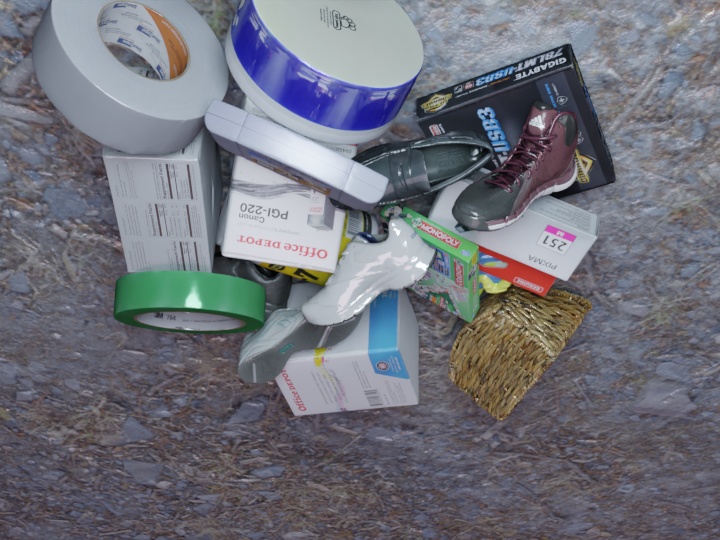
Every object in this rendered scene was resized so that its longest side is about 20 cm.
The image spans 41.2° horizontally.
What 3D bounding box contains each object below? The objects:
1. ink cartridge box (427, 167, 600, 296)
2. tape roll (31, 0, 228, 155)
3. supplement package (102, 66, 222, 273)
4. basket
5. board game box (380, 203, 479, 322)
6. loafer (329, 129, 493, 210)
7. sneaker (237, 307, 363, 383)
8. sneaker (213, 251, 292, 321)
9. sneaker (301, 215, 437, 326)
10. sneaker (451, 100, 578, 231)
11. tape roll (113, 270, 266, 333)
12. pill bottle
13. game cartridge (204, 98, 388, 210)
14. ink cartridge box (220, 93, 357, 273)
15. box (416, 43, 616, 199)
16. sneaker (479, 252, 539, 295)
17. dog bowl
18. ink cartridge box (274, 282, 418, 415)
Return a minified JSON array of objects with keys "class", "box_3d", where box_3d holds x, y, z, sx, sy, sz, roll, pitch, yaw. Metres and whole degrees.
[{"class":"ink cartridge box","box_3d":[0.180,-0.039,1.231,0.197,0.044,0.175,22,139,-1]},{"class":"tape roll","box_3d":[-0.241,-0.222,1.014,0.198,0.203,0.066,25,137,-25]},{"class":"supplement package","box_3d":[-0.234,-0.119,1.169,0.109,0.158,0.202,2,140,-3]},{"class":"basket","box_3d":[0.234,0.101,1.479,0.142,0.149,0.201,38,138,9]},{"class":"board game box","box_3d":[0.096,-0.008,1.285,0.133,0.029,0.201,29,161,18]},{"class":"loafer","box_3d":[0.058,-0.117,1.102,0.197,0.070,0.069,-18,104,-11]},{"class":"sneaker","box_3d":[-0.089,0.077,1.330,0.198,0.081,0.071,-28,127,12]},{"class":"sneaker","box_3d":[-0.189,0.000,1.384,0.197,0.076,0.092,17,112,-4]},{"class":"sneaker","box_3d":[0.000,0.000,1.216,0.198,0.075,0.088,-32,104,21]},{"class":"sneaker","box_3d":[0.178,-0.130,1.081,0.075,0.199,0.117,32,136,32]},{"class":"tape roll","box_3d":[-0.223,0.045,1.262,0.196,0.049,0.201,1,168,0]},{"class":"pill bottle","box_3d":[-0.085,-0.050,1.276,0.197,0.116,0.115,18,138,-17]},{"class":"game cartridge","box_3d":[-0.068,-0.117,1.008,0.197,0.042,0.133,24,-178,-2]},{"class":"ink cartridge box","box_3d":[-0.084,-0.111,1.154,0.143,0.085,0.204,9,106,-7]},{"class":"box","box_3d":[0.194,-0.161,1.184,0.196,0.050,0.201,-16,136,20]},{"class":"sneaker","box_3d":[0.185,-0.022,1.325,0.198,0.077,0.105,-28,131,32]},{"class":"dog bowl","box_3d":[-0.036,-0.231,0.994,0.197,0.202,0.079,18,137,-18]},{"class":"ink cartridge box","box_3d":[-0.022,0.111,1.437,0.196,0.148,0.148,-7,139,13]}]
